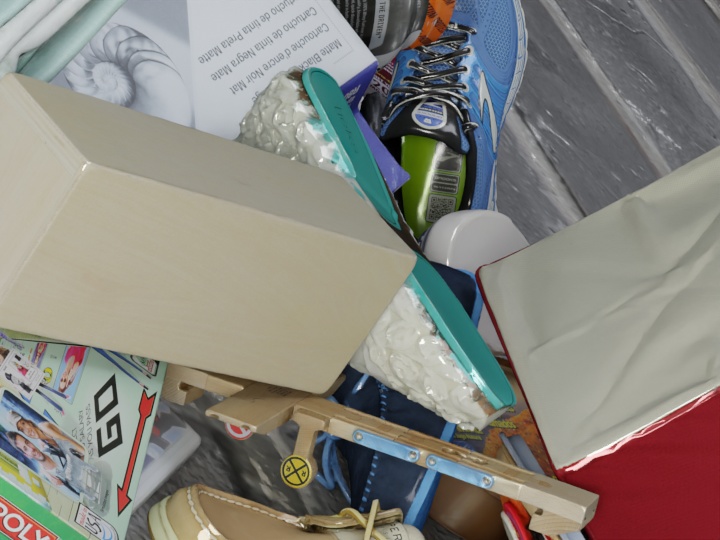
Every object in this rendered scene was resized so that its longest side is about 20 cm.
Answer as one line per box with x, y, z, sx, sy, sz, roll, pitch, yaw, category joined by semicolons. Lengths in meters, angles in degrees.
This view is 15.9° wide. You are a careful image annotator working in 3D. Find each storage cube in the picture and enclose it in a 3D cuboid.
0.175;0.069;1.187;0.180;0.170;0.200;60;7;-33;storage cube

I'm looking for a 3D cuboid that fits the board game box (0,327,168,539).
-0.140;0.032;0.979;0.134;0.029;0.200;38;20;-14;board game box

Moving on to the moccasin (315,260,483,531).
0.009;0.067;1.186;0.068;0.081;0.200;18;32;-2;moccasin

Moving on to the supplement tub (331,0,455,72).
-0.056;-0.152;1.354;0.199;0.123;0.123;-10;47;-27;supplement tub

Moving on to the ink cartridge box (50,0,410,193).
-0.082;-0.084;1.207;0.200;0.041;0.199;52;49;-3;ink cartridge box

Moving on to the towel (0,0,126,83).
-0.174;-0.135;1.066;0.171;0.200;0.048;28;-27;35;towel

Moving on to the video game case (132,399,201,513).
-0.161;0.038;1.002;0.182;0.023;0.200;43;18;1;video game case

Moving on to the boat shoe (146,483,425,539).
0.003;0.130;1.057;0.200;0.066;0.074;30;22;-31;boat shoe

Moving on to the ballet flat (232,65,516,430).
0.000;0.000;1.139;0.072;0.072;0.201;15;40;-53;ballet flat

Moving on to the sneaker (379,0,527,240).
0.051;-0.096;1.462;0.078;0.201;0.089;2;-2;10;sneaker

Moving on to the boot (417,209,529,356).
0.050;0.012;1.366;0.090;0.073;0.200;3;-11;26;boot

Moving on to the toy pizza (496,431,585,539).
0.106;0.165;1.166;0.201;0.032;0.200;60;0;0;toy pizza

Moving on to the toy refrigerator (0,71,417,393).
-0.075;-0.013;1.027;0.200;0.076;0.070;14;26;-50;toy refrigerator

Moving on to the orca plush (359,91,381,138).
-0.028;-0.069;1.425;0.071;0.105;0.201;-2;61;-9;orca plush

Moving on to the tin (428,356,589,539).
0.069;0.092;1.320;0.200;0.042;0.112;11;40;-57;tin

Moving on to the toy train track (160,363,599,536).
0.001;0.078;1.080;0.199;0.033;0.115;18;14;16;toy train track

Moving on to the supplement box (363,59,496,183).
0.025;-0.098;1.615;0.109;0.061;0.200;37;18;-14;supplement box
